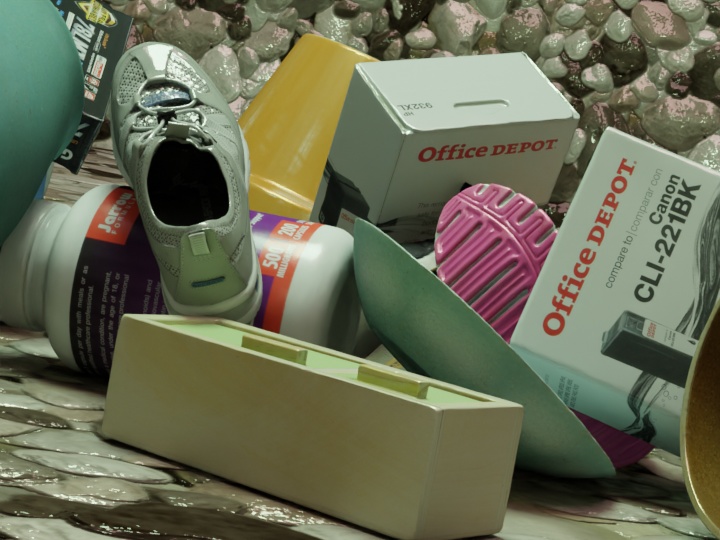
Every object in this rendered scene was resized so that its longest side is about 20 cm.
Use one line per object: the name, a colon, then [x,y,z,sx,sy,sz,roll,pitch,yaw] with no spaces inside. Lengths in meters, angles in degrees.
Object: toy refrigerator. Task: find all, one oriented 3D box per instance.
toy refrigerator: [-0.026,0.070,1.026,0.199,0.071,0.076,15,7,37]

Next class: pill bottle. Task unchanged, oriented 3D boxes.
pill bottle: [-0.104,0.014,1.225,0.199,0.113,0.112,11,6,13]

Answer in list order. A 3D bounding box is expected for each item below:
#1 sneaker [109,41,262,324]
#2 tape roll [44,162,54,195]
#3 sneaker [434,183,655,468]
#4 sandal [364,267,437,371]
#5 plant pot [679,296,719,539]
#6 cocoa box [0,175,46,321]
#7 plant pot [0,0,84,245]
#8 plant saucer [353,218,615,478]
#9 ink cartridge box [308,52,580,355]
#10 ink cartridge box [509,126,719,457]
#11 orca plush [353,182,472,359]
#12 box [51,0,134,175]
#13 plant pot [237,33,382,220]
sneaker: [-0.093,-0.063,1.161,0.074,0.082,0.201,-16,51,-9]
tape roll: [-0.312,-0.095,1.499,0.066,0.202,0.200,15,8,42]
sneaker: [0.112,0.039,1.295,0.081,0.201,0.088,-32,-16,1]
sandal: [0.051,0.027,1.343,0.081,0.055,0.200,-4,19,44]
plant pot: [0.296,0.084,1.064,0.199,0.187,0.186,24,-1,-24]
cocoa box: [-0.317,-0.046,1.345,0.133,0.132,0.199,15,7,42]
plant pot: [-0.257,-0.083,1.177,0.199,0.201,0.188,12,29,22]
plant saucer: [0.056,0.055,1.167,0.201,0.039,0.201,44,-4,4]
ink cartridge box: [0.048,-0.046,1.479,0.144,0.201,0.084,-7,43,-30]
ink cartridge box: [0.198,0.028,1.199,0.199,0.145,0.084,23,-14,10]
orca plush: [0.000,0.000,1.373,0.071,0.106,0.200,36,61,24]
box: [-0.253,-0.159,1.381,0.198,0.050,0.200,27,24,-13]
plant pot: [-0.029,-0.080,1.701,0.199,0.184,0.200,26,-2,1]
